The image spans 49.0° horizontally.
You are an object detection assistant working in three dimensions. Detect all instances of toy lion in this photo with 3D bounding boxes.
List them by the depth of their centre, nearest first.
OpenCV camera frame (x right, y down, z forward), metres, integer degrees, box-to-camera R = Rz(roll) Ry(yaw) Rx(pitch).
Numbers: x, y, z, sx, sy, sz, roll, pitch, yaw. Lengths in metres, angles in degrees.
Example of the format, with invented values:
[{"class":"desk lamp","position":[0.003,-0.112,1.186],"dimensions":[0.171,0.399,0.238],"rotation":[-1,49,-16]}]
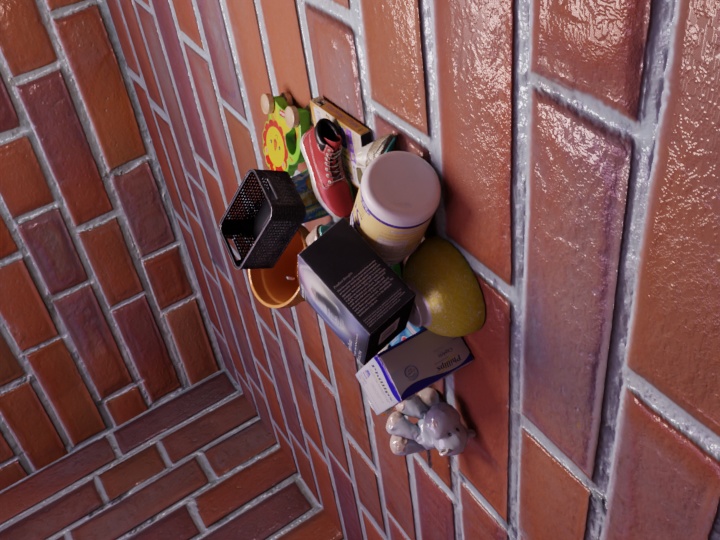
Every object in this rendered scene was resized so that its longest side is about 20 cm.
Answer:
[{"class":"toy lion","position":[-0.172,-0.301,1.819],"dimensions":[0.199,0.068,0.195],"rotation":[36,130,50]}]

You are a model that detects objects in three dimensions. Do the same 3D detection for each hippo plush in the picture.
[{"class":"hippo plush","position":[0.157,0.368,1.757],"dimensions":[0.160,0.157,0.203],"rotation":[3,117,67]}]

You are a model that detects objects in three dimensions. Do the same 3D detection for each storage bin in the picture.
[{"class":"storage bin","position":[-0.217,-0.110,1.730],"dimensions":[0.201,0.093,0.137],"rotation":[-52,54,37]}]

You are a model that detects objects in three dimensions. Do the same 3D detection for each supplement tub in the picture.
[{"class":"supplement tub","position":[0.058,-0.107,1.446],"dimensions":[0.147,0.144,0.201],"rotation":[56,158,17]}]

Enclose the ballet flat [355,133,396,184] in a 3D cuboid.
[{"class":"ballet flat","position":[0.023,-0.195,1.524],"dimensions":[0.074,0.068,0.201],"rotation":[27,149,16]}]

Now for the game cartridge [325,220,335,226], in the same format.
[{"class":"game cartridge","position":[-0.059,-0.009,1.879],"dimensions":[0.041,0.132,0.202],"rotation":[19,-140,-56]}]

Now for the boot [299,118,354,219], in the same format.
[{"class":"boot","position":[-0.055,-0.206,1.626],"dimensions":[0.203,0.072,0.144],"rotation":[66,159,-3]}]

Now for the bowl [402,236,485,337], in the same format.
[{"class":"bowl","position":[0.135,0.048,1.501],"dimensions":[0.201,0.106,0.202],"rotation":[49,155,33]}]

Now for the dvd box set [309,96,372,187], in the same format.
[{"class":"dvd box set","position":[-0.034,-0.261,1.647],"dimensions":[0.200,0.029,0.148],"rotation":[42,151,44]}]

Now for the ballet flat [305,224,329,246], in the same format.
[{"class":"ballet flat","position":[-0.072,0.006,1.632],"dimensions":[0.067,0.067,0.204],"rotation":[-27,64,35]}]

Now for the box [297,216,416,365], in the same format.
[{"class":"box","position":[-0.013,0.044,1.469],"dimensions":[0.199,0.123,0.201],"rotation":[47,163,15]}]

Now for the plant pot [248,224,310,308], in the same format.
[{"class":"plant pot","position":[-0.147,-0.012,1.833],"dimensions":[0.198,0.139,0.205],"rotation":[-4,83,41]}]

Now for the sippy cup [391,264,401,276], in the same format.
[{"class":"sippy cup","position":[0.000,0.000,1.717],"dimensions":[0.139,0.129,0.181],"rotation":[10,123,64]}]

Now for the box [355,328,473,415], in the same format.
[{"class":"box","position":[0.107,0.201,1.644],"dimensions":[0.106,0.182,0.200],"rotation":[60,159,9]}]

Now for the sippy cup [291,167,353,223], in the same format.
[{"class":"sippy cup","position":[-0.103,-0.174,1.779],"dimensions":[0.141,0.129,0.178],"rotation":[61,159,3]}]

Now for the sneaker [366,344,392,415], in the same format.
[{"class":"sneaker","position":[0.066,0.230,1.822],"dimensions":[0.092,0.074,0.203],"rotation":[129,153,-60]}]

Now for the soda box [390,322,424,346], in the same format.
[{"class":"soda box","position":[0.107,0.112,1.706],"dimensions":[0.069,0.063,0.200],"rotation":[59,160,10]}]
